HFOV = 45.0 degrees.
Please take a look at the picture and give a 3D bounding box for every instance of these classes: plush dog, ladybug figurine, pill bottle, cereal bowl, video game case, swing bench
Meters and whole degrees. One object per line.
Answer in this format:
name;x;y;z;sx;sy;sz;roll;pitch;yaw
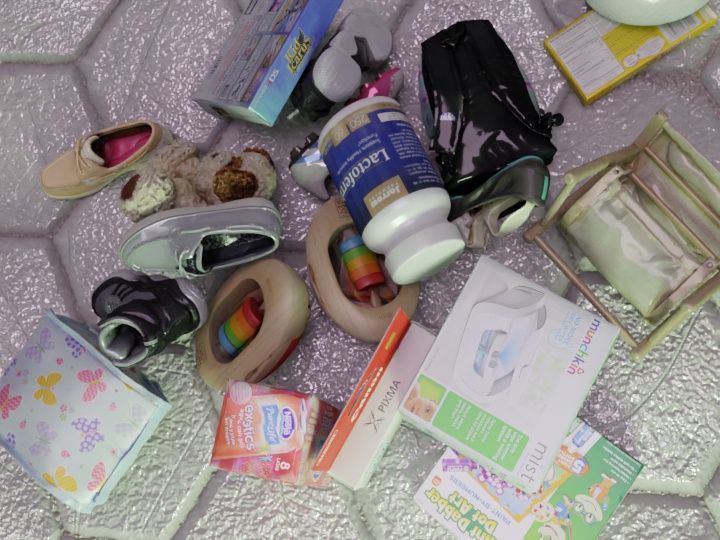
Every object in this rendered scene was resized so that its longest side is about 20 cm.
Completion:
plush dog;-0.185;-0.093;1.106;0.169;0.201;0.162;-21;109;14
ladybug figurine;-0.129;0.071;1.061;0.199;0.071;0.137;-40;55;31
ladybug figurine;0.000;0.000;1.080;0.133;0.072;0.203;-13;69;-11
pill bottle;0.038;-0.093;1.022;0.114;0.116;0.202;-28;70;2
cereal bowl;0.366;-0.415;1.092;0.196;0.083;0.204;-5;67;13
video game case;-0.120;-0.290;1.132;0.180;0.045;0.202;22;81;55
swing bench;0.336;-0.045;1.006;0.199;0.130;0.200;-31;71;-30

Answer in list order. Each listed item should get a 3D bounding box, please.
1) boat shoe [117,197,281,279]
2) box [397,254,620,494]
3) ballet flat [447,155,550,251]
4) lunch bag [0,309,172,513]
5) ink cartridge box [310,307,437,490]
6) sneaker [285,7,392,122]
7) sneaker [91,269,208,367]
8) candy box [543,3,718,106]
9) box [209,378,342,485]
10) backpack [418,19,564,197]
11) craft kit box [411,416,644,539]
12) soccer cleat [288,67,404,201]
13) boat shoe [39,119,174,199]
boat shoe;-0.188;-0.030;1.012;0.197;0.071;0.072;-14;41;1
box;0.165;0.119;0.980;0.175;0.097;0.202;29;80;15
ballet flat;0.143;-0.067;1.029;0.067;0.199;0.070;10;66;-32
lunch bag;-0.348;0.179;1.082;0.199;0.127;0.171;32;84;25
ink cartridge box;0.025;0.153;0.997;0.044;0.176;0.202;28;84;13
sneaker;-0.035;-0.265;1.135;0.113;0.201;0.076;-28;111;41
sneaker;-0.285;0.056;1.051;0.197;0.114;0.077;1;118;37
candy box;0.346;-0.306;1.120;0.198;0.026;0.103;-32;71;1
box;-0.089;0.190;0.996;0.101;0.200;0.096;9;77;10
backpack;0.140;-0.203;1.082;0.164;0.127;0.203;-17;75;-7
craft kit box;0.194;0.249;1.019;0.199;0.049;0.199;35;88;15
soccer cleat;-0.004;-0.174;1.137;0.200;0.070;0.087;-43;93;-1
boat shoe;-0.354;-0.158;1.182;0.197;0.069;0.075;-22;75;4
